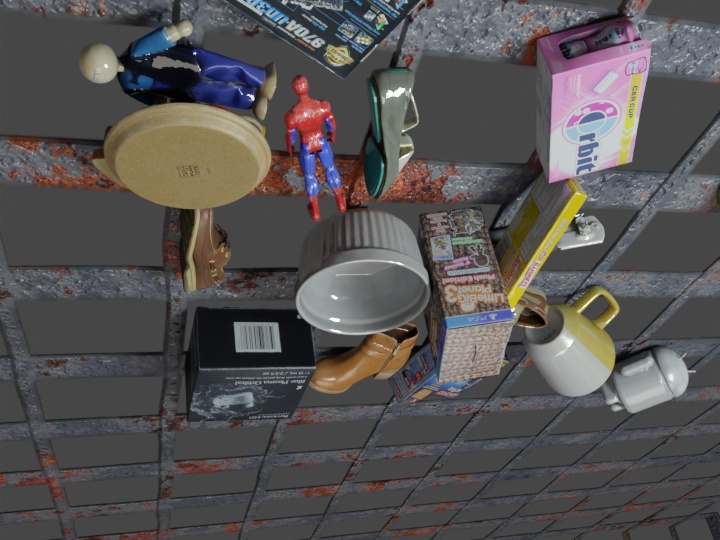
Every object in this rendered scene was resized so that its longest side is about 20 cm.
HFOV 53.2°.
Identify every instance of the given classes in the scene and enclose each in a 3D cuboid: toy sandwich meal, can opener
[{"bbox_3d":[-0.198,-0.139,0.816,0.201,0.071,0.206,-5,153,-2],"label":"toy sandwich meal"},{"bbox_3d":[0.287,-0.045,1.130,0.196,0.053,0.067,-8,146,-4],"label":"can opener"}]

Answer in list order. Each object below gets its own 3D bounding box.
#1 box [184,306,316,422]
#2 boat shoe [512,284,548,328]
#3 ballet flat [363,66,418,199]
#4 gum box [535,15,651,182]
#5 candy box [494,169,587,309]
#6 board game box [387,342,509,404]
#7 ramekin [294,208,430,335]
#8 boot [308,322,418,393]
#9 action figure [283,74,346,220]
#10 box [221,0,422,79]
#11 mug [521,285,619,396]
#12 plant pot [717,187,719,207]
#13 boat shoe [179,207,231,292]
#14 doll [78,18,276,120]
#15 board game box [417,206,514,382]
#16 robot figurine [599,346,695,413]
[{"bbox_3d":[-0.194,0.164,1.231,0.193,0.119,0.201,2,145,-19],"label":"box"},{"bbox_3d":[0.253,0.059,1.252,0.197,0.073,0.076,8,141,-26],"label":"boat shoe"},{"bbox_3d":[0.040,-0.162,0.880,0.063,0.068,0.201,-13,146,-10],"label":"ballet flat"},{"bbox_3d":[0.278,-0.208,0.882,0.111,0.067,0.201,-14,145,5],"label":"gum box"},{"bbox_3d":[0.244,-0.053,1.020,0.026,0.103,0.202,14,124,-19],"label":"candy box"},{"bbox_3d":[0.163,0.192,1.403,0.199,0.062,0.199,-36,149,20],"label":"board game box"},{"bbox_3d":[0.000,0.000,1.051,0.196,0.107,0.202,-3,145,-2],"label":"ramekin"},{"bbox_3d":[0.003,0.150,1.312,0.197,0.075,0.155,-8,149,-27],"label":"boot"},{"bbox_3d":[-0.058,-0.151,0.881,0.064,0.052,0.202,-15,141,-5],"label":"action figure"},{"bbox_3d":[-0.037,-0.292,0.687,0.198,0.047,0.158,22,134,-39],"label":"box"},{"bbox_3d":[0.384,0.120,1.352,0.148,0.189,0.153,2,153,46],"label":"mug"},{"bbox_3d":[0.672,-0.068,1.080,0.183,0.203,0.188,-7,146,-5],"label":"plant pot"},{"bbox_3d":[-0.211,-0.039,0.982,0.066,0.073,0.201,-6,152,-17],"label":"boat shoe"},{"bbox_3d":[-0.191,-0.209,0.755,0.196,0.049,0.137,4,155,-21],"label":"doll"},{"bbox_3d":[0.148,0.036,1.072,0.095,0.203,0.161,-7,145,-4],"label":"board game box"},{"bbox_3d":[0.631,0.240,1.585,0.198,0.114,0.169,-27,139,22],"label":"robot figurine"}]
